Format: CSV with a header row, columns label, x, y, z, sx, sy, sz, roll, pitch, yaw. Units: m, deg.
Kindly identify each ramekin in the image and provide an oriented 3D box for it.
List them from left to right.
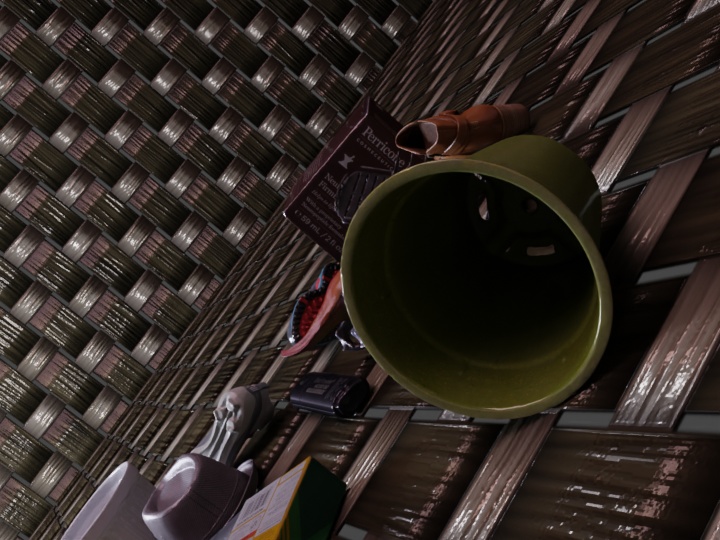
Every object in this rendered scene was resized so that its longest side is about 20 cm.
label,x,y,z,sx,sy,sz,roll,pitch,yaw
ramekin,-0.374,0.403,1.384,0.200,0.105,0.200,-47,12,13

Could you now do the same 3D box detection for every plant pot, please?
label,x,y,z,sx,sy,sz,roll,pitch,yaw
plant pot,0.111,-0.021,0.716,0.200,0.200,0.190,-42,3,35

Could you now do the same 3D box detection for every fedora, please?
label,x,y,z,sx,sy,sz,roll,pitch,yaw
fedora,-0.212,0.292,1.143,0.177,0.090,0.200,-54,12,-17

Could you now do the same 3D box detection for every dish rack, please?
label,x,y,z,sx,sy,sz,roll,pitch,yaw
dish rack,0.073,-0.087,1.024,0.154,0.198,0.055,-74,-9,-60

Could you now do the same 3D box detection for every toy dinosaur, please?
label,x,y,z,sx,sy,sz,roll,pitch,yaw
toy dinosaur,0.000,0.000,1.081,0.105,0.198,0.183,147,117,-74

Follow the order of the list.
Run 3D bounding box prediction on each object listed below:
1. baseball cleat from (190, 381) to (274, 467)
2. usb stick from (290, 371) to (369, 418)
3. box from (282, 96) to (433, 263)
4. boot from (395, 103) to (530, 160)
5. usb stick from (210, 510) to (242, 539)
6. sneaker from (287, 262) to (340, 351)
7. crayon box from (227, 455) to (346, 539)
label,x,y,z,sx,sy,sz,roll,pitch,yaw
baseball cleat,-0.176,0.239,1.271,0.106,0.070,0.201,-13,-38,-51
usb stick,-0.039,0.146,1.086,0.056,0.033,0.200,-47,10,-17
box,0.007,-0.129,1.406,0.200,0.166,0.164,-48,11,15
boot,0.110,-0.176,1.217,0.154,0.074,0.200,-15,-5,-30
usb stick,-0.173,0.327,1.004,0.200,0.033,0.056,-46,14,26
sneaker,-0.060,0.073,1.321,0.096,0.079,0.200,-55,0,29
crayon box,-0.094,0.282,0.835,0.126,0.051,0.201,-41,15,40
